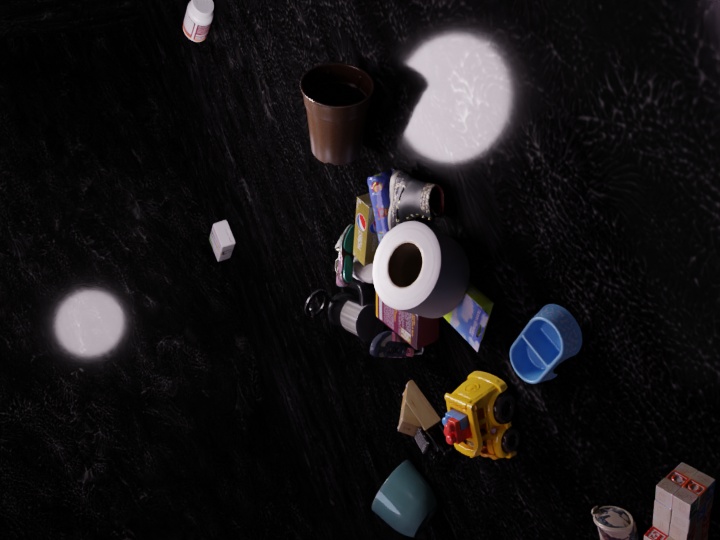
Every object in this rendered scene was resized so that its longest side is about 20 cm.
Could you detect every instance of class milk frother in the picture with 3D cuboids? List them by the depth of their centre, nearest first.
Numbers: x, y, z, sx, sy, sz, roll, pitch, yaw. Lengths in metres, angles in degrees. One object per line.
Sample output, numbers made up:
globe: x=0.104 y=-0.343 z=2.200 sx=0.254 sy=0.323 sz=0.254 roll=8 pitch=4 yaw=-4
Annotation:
milk frother: x=-0.056 y=0.139 z=1.705 sx=0.186 sy=0.196 sz=0.187 roll=15 pitch=127 yaw=56

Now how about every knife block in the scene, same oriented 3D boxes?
knife block: x=0.205 y=0.453 z=1.596 sx=0.065 sy=0.169 sz=0.204 roll=106 pitch=180 yaw=-46

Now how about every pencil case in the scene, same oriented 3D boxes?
pencil case: x=0.523 y=0.580 z=1.064 sx=0.087 sy=0.077 sz=0.208 roll=-6 pitch=102 yaw=41
pencil case: x=0.071 y=-0.167 z=1.428 sx=0.075 sy=0.087 sz=0.208 roll=-5 pitch=107 yaw=18

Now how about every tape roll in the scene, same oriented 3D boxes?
tape roll: x=0.143 y=0.001 z=1.247 sx=0.198 sy=0.137 sz=0.211 roll=-11 pitch=72 yaw=39

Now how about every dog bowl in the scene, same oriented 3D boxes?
dog bowl: x=0.379 y=0.161 z=1.101 sx=0.113 sy=0.048 sz=0.203 roll=54 pitch=148 yaw=29

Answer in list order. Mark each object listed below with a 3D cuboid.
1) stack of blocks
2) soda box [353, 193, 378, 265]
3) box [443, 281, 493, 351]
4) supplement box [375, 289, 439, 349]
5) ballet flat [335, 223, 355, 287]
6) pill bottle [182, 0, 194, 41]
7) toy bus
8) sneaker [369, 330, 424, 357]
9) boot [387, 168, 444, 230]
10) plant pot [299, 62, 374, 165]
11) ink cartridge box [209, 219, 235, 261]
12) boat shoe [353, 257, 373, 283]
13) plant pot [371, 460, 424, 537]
stack of blocks: x=0.547 y=0.456 z=0.910 sx=0.058 sy=0.112 sz=0.208 roll=22 pitch=125 yaw=53
soda box: x=0.025 y=-0.120 z=1.553 sx=0.068 sy=0.062 sz=0.206 roll=43 pitch=142 yaw=40
box: x=0.248 y=0.085 z=1.291 sx=0.200 sy=0.046 sz=0.125 roll=47 pitch=144 yaw=39
supplement box: x=0.130 y=0.115 z=1.482 sx=0.199 sy=0.083 sz=0.114 roll=36 pitch=136 yaw=48
ballet flat: x=-0.050 y=-0.047 z=1.641 sx=0.070 sy=0.068 sz=0.208 roll=-13 pitch=63 yaw=43
pill bottle: x=-0.674 y=-1.058 z=2.196 sx=0.198 sy=0.107 sz=0.113 roll=-19 pitch=91 yaw=61
toy bus: x=0.276 y=0.379 z=1.273 sx=0.134 sy=0.188 sz=0.208 roll=7 pitch=115 yaw=56
sneaker: x=0.108 y=0.215 z=1.486 sx=0.081 sy=0.196 sz=0.073 roll=24 pitch=107 yaw=37
boot: x=0.140 y=-0.139 z=1.327 sx=0.152 sy=0.072 sz=0.211 roll=29 pitch=131 yaw=48
plant pot: x=-0.065 y=-0.414 z=1.423 sx=0.202 sy=0.196 sz=0.202 roll=51 pitch=153 yaw=31
ink cartridge box: x=-0.773 y=-0.164 z=2.937 sx=0.149 sy=0.082 sz=0.200 roll=64 pitch=151 yaw=12
boat shoe: x=0.000 y=0.000 z=1.673 sx=0.198 sy=0.072 sz=0.070 roll=29 pitch=150 yaw=45
plant pot: x=0.158 y=0.762 z=1.724 sx=0.159 sy=0.198 sz=0.206 roll=35 pitch=138 yaw=28
